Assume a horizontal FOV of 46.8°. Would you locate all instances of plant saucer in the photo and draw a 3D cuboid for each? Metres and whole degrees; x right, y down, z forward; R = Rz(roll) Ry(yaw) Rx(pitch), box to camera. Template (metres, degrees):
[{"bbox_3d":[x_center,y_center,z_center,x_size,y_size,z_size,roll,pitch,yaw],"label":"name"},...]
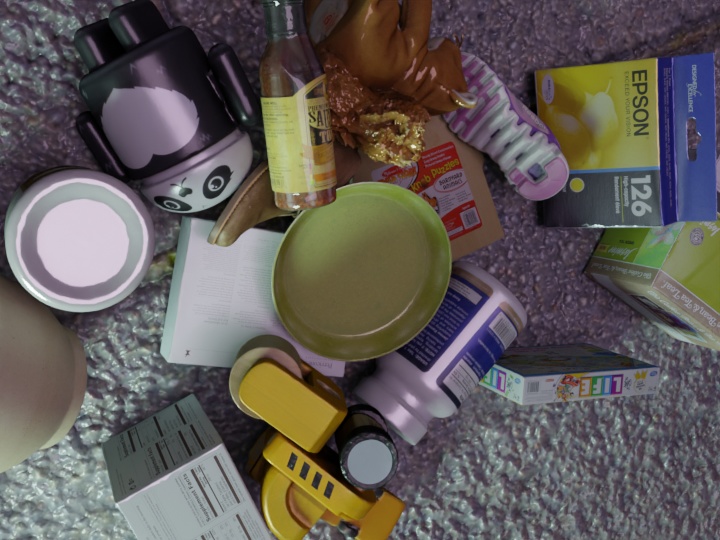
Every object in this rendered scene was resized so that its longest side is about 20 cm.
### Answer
[{"bbox_3d":[0.000,0.000,0.882,0.200,0.031,0.200,-7,111,-17],"label":"plant saucer"}]

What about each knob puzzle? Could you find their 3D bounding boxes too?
[{"bbox_3d":[0.063,-0.101,0.964,0.219,0.030,0.220,3,84,-29],"label":"knob puzzle"}]

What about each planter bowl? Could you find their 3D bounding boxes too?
[{"bbox_3d":[-0.335,0.098,0.745,0.135,0.200,0.201,21,89,-52],"label":"planter bowl"}]

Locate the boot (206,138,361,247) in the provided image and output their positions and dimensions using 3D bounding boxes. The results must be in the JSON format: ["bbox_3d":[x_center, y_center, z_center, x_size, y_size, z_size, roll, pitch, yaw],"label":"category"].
[{"bbox_3d":[-0.072,-0.081,0.849,0.075,0.074,0.200,45,60,-2],"label":"boot"}]

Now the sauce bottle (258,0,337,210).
[{"bbox_3d":[-0.061,-0.158,0.771,0.066,0.066,0.200,-14,110,-22],"label":"sauce bottle"}]

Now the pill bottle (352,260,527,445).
[{"bbox_3d":[0.090,0.096,0.962,0.200,0.116,0.116,-48,113,-11],"label":"pill bottle"}]

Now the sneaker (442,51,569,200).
[{"bbox_3d":[0.169,-0.175,0.983,0.200,0.088,0.080,47,122,-5],"label":"sneaker"}]

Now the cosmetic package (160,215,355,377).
[{"bbox_3d":[-0.103,0.031,0.901,0.200,0.052,0.151,9,93,-25],"label":"cosmetic package"}]

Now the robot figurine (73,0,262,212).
[{"bbox_3d":[-0.187,-0.151,0.793,0.125,0.150,0.200,-38,111,-28],"label":"robot figurine"}]

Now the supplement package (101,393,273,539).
[{"bbox_3d":[-0.164,0.256,0.849,0.111,0.156,0.200,-27,108,-16],"label":"supplement package"}]

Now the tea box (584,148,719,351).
[{"bbox_3d":[0.441,-0.024,1.092,0.200,0.134,0.197,33,83,-25],"label":"tea box"}]

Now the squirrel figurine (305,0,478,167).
[{"bbox_3d":[0.029,-0.197,0.872,0.187,0.141,0.200,28,68,-37],"label":"squirrel figurine"}]

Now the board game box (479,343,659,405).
[{"bbox_3d":[0.244,0.124,1.026,0.200,0.134,0.034,0,98,-24],"label":"board game box"}]

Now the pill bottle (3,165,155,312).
[{"bbox_3d":[-0.255,-0.036,0.739,0.114,0.200,0.115,-4,99,-23],"label":"pill bottle"}]

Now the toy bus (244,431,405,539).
[{"bbox_3d":[-0.041,0.243,0.946,0.200,0.078,0.065,37,81,-24],"label":"toy bus"}]

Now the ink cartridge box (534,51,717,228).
[{"bbox_3d":[0.313,-0.149,0.990,0.047,0.200,0.198,-22,109,-56],"label":"ink cartridge box"}]

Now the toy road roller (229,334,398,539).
[{"bbox_3d":[-0.067,0.174,0.827,0.200,0.123,0.146,39,90,-6],"label":"toy road roller"}]
